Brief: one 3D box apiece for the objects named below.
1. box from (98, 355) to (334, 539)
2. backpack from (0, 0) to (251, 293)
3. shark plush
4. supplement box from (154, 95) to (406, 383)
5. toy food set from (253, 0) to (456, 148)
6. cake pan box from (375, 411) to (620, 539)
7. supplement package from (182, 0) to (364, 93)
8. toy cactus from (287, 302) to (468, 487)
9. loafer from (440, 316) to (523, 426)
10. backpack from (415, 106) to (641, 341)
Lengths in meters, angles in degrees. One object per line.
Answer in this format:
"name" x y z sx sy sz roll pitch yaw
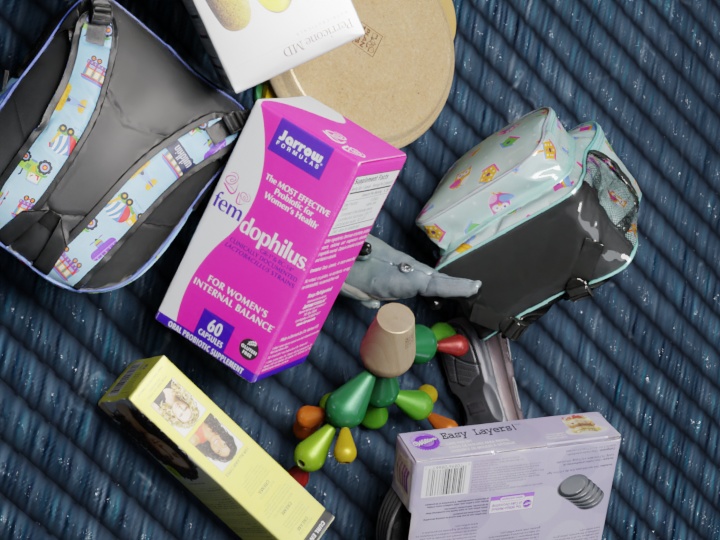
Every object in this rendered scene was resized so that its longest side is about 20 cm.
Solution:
"box" -0.117 0.155 1.280 0.200 0.075 0.050 45 64 -16
"backpack" -0.208 -0.087 1.223 0.182 0.134 0.200 38 78 -18
"shark plush" 0.000 0.000 1.309 0.091 0.200 0.083 -54 154 -13
"supplement box" -0.063 -0.027 1.244 0.101 0.103 0.200 31 107 16
"toy food set" -0.005 -0.201 1.394 0.198 0.049 0.200 16 77 -26
"cake pan box" 0.114 0.218 1.348 0.200 0.052 0.185 -6 117 -19
"supplement package" -0.091 -0.248 1.188 0.114 0.110 0.200 -26 103 -5
"toy cactus" 0.021 0.095 1.314 0.200 0.165 0.102 -29 62 -26
"loafer" 0.127 0.134 1.415 0.063 0.072 0.200 -16 93 -36
"backpack" 0.152 -0.051 1.379 0.153 0.176 0.200 54 27 -4
